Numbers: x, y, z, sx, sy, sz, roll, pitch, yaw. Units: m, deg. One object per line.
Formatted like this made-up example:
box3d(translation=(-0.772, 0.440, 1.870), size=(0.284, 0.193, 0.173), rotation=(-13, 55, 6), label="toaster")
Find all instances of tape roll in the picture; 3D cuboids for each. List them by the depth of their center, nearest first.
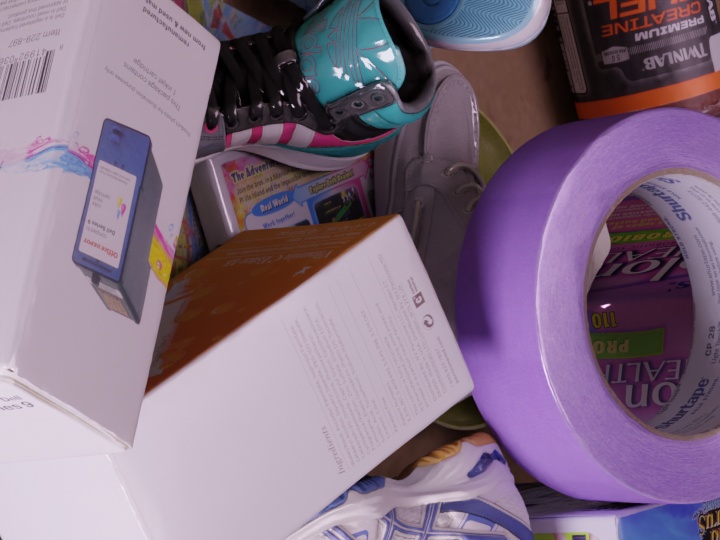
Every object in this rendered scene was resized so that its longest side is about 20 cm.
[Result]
box3d(translation=(0.145, 0.019, 1.200), size=(0.200, 0.066, 0.200), rotation=(4, 84, -36), label="tape roll")

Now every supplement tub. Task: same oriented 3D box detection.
box3d(translation=(0.182, -0.154, 1.523), size=(0.107, 0.107, 0.200), rotation=(-26, 103, -53), label="supplement tub")

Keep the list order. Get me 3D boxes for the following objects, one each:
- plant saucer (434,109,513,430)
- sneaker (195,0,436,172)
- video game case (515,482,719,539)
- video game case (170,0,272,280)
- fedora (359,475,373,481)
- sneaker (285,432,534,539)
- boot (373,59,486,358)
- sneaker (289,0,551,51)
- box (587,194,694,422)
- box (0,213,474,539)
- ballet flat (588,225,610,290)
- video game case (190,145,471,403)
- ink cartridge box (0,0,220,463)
box3d(translation=(0.043, -0.006, 1.366), size=(0.200, 0.031, 0.200), rotation=(13, 73, -52), label="plant saucer")
box3d(translation=(-0.037, -0.097, 1.140), size=(0.200, 0.121, 0.084), rotation=(-2, 68, -44), label="sneaker")
box3d(translation=(0.117, 0.147, 1.306), size=(0.200, 0.181, 0.046), rotation=(-5, 89, -54), label="video game case")
box3d(translation=(-0.091, -0.048, 1.201), size=(0.182, 0.022, 0.200), rotation=(22, 65, -50), label="video game case")
box3d(translation=(-0.012, 0.207, 1.178), size=(0.200, 0.092, 0.201), rotation=(17, 57, -27), label="fedora")
box3d(translation=(0.013, 0.145, 1.117), size=(0.200, 0.075, 0.088), rotation=(-20, 78, -39), label="sneaker")
box3d(translation=(0.057, -0.024, 1.243), size=(0.074, 0.095, 0.200), rotation=(26, 64, -43), label="boot")
box3d(translation=(0.039, -0.151, 1.265), size=(0.131, 0.200, 0.080), rotation=(30, 86, -56), label="sneaker")
box3d(translation=(0.197, 0.022, 1.401), size=(0.200, 0.176, 0.097), rotation=(-55, 137, -62), label="box")
box3d(translation=(-0.066, 0.064, 1.088), size=(0.200, 0.124, 0.098), rotation=(-36, 110, -37), label="box")
box3d(translation=(0.110, -0.025, 1.326), size=(0.200, 0.069, 0.070), rotation=(-71, 140, -64), label="ballet flat")
box3d(translation=(0.000, 0.000, 1.265), size=(0.200, 0.024, 0.182), rotation=(-25, 103, -48), label="video game case")
box3d(translation=(-0.156, -0.022, 1.002), size=(0.087, 0.145, 0.200), rotation=(39, 53, -44), label="ink cartridge box")
